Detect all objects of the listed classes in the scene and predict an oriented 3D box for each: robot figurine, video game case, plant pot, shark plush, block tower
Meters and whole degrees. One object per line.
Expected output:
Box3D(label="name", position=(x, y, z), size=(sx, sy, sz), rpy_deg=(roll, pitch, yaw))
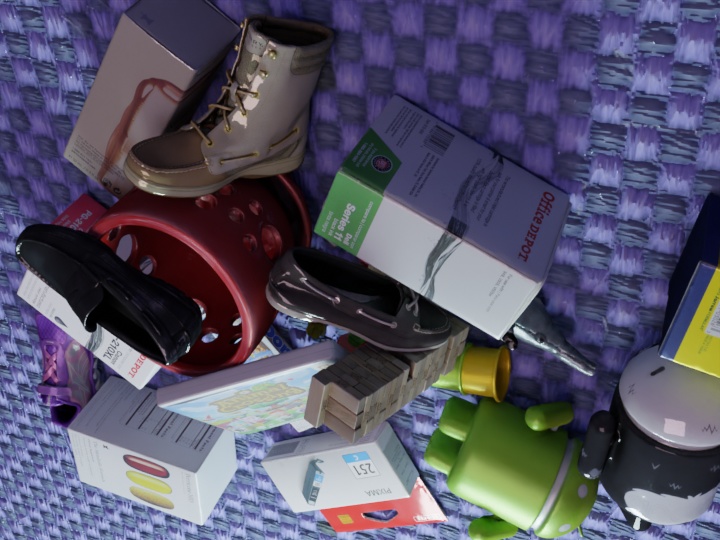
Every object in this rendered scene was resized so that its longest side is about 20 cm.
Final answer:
Box3D(label="robot figurine", position=(0.172, 0.215, 1.007), size=(0.198, 0.116, 0.178), rpy_deg=(25, 107, 7))
Box3D(label="video game case", position=(-0.083, 0.129, 0.963), size=(0.197, 0.022, 0.182), rpy_deg=(-16, 156, 17))
Box3D(label="robot figurine", position=(0.302, 0.164, 0.903), size=(0.124, 0.150, 0.203), rpy_deg=(25, 132, 27))
Box3D(label="plant pot", position=(-0.160, -0.020, 0.951), size=(0.197, 0.183, 0.203), rpy_deg=(13, 129, 16))
Box3D(label="shark plush", position=(0.143, 0.053, 0.917), size=(0.200, 0.084, 0.091), rpy_deg=(43, 120, -11))
Box3D(label="block tower", position=(0.031, 0.099, 0.902), size=(0.057, 0.199, 0.055), rpy_deg=(30, 125, 29))

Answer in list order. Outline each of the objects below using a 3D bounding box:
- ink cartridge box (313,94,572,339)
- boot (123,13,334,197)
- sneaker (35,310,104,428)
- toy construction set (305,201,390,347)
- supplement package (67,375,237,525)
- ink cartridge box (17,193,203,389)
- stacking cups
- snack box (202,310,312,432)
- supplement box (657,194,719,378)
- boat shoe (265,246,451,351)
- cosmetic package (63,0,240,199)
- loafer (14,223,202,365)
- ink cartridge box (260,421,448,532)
Box3D(label="ink cartridge box", position=(0.079, -0.051, 0.835), size=(0.198, 0.147, 0.084), rpy_deg=(30, 132, 4))
Box3D(label="boot", position=(-0.119, -0.153, 0.837), size=(0.072, 0.198, 0.156), rpy_deg=(48, 136, 28))
Box3D(label="sneaker", position=(-0.409, 0.138, 1.256), size=(0.079, 0.089, 0.203), rpy_deg=(11, 127, 20))
Box3D(label="toy construction set", position=(0.000, 0.000, 0.957), size=(0.130, 0.093, 0.201), rpy_deg=(25, 142, 7))
Box3D(label="supplement package", position=(-0.282, 0.245, 1.258), size=(0.197, 0.110, 0.115), rpy_deg=(14, 130, 16))
Box3D(label="ink cartridge box", position=(-0.303, 0.029, 1.124), size=(0.199, 0.085, 0.145), rpy_deg=(38, 132, -4))
Box3D(label="stacking cups", position=(0.064, 0.106, 1.015), size=(0.197, 0.061, 0.061), rpy_deg=(3, 126, 24))
Box3D(label="snack box", position=(-0.112, 0.115, 1.134), size=(0.071, 0.024, 0.201), rpy_deg=(-26, 110, 38))
Box3D(label="supplement box", position=(0.372, 0.035, 0.779), size=(0.197, 0.109, 0.111), rpy_deg=(19, 130, 12))
Box3D(label="boat shoe", position=(0.008, 0.027, 0.872), size=(0.197, 0.067, 0.057), rpy_deg=(15, 130, -20))
Box3D(label="cosmetic package", position=(-0.211, -0.177, 0.915), size=(0.087, 0.104, 0.200), rpy_deg=(37, 134, -5))
Box3D(label="loafer", position=(-0.244, 0.022, 0.857), size=(0.198, 0.071, 0.069), rpy_deg=(29, 134, 5))
Box3D(label="ink cartridge box", position=(-0.008, 0.290, 1.201), size=(0.198, 0.045, 0.178), rpy_deg=(-17, 114, 35))
